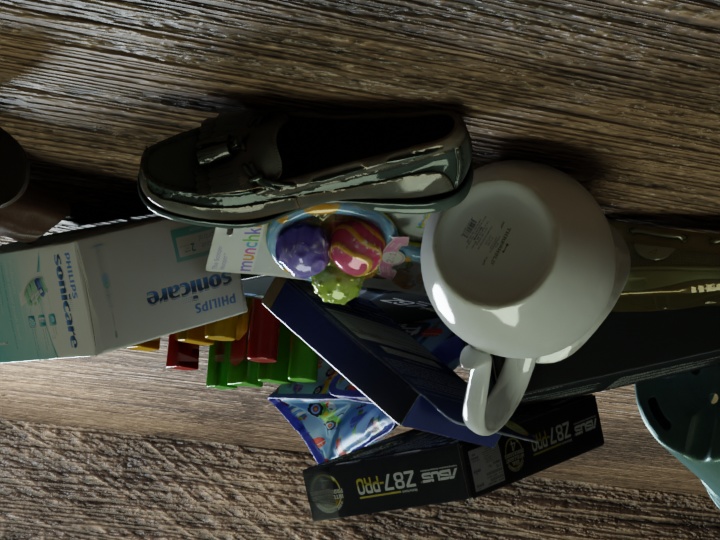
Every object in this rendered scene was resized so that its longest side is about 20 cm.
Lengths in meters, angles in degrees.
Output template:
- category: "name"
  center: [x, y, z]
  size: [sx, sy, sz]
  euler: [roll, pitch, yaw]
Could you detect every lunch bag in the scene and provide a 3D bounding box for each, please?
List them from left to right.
- category: "lunch bag"
  center: [0.037, 0.083, 1.660]
  size: [0.094, 0.150, 0.200]
  euler: [52, 150, -9]

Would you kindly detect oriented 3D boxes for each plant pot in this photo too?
- category: "plant pot"
  center: [0.337, 0.112, 1.643]
  size: [0.199, 0.202, 0.196]
  euler: [-2, 160, 33]

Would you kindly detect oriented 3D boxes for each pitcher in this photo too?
- category: "pitcher"
  center: [0.099, 0.022, 1.260]
  size: [0.120, 0.173, 0.200]
  euler: [24, 178, 19]

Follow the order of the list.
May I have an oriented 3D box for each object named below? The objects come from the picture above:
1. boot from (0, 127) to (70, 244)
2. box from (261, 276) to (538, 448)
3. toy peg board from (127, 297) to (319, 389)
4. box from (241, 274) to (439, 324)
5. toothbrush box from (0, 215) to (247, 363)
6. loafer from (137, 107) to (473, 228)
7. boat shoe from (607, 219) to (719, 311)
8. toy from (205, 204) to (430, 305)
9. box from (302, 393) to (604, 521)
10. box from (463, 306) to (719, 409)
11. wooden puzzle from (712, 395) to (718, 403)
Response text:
- category: "boot"
  center: [-0.238, -0.052, 1.282]
  size: [0.185, 0.065, 0.200]
  euler: [14, 173, 30]
- category: "box"
  center: [0.028, 0.074, 1.423]
  size: [0.200, 0.033, 0.121]
  euler: [38, -168, 38]
- category: "toy peg board"
  center: [-0.133, 0.041, 1.668]
  size: [0.198, 0.099, 0.199]
  euler: [11, 167, -35]
- category: "box"
  center: [0.000, 0.000, 1.531]
  size: [0.199, 0.044, 0.160]
  euler: [11, 167, -36]
- category: "toothbrush box"
  center: [-0.204, 0.013, 1.456]
  size: [0.146, 0.086, 0.199]
  euler: [-15, -173, -42]
- category: "loafer"
  center: [-0.033, -0.071, 1.133]
  size: [0.198, 0.073, 0.063]
  euler: [-2, 150, -1]
- category: "boat shoe"
  center: [0.257, -0.010, 1.367]
  size: [0.198, 0.064, 0.073]
  euler: [-4, 164, 9]
- category: "toy"
  center: [-0.002, -0.010, 1.362]
  size: [0.198, 0.048, 0.116]
  euler: [4, 143, -11]
- category: "box"
  center: [0.075, 0.146, 1.548]
  size: [0.160, 0.050, 0.199]
  euler: [-11, -178, 38]
- category: "box"
  center: [0.185, 0.049, 1.494]
  size: [0.198, 0.080, 0.141]
  euler: [-12, 173, -5]
- category: "wooden puzzle"
  center: [0.450, 0.119, 2.021]
  size: [0.198, 0.047, 0.185]
  euler: [-9, 164, 36]
